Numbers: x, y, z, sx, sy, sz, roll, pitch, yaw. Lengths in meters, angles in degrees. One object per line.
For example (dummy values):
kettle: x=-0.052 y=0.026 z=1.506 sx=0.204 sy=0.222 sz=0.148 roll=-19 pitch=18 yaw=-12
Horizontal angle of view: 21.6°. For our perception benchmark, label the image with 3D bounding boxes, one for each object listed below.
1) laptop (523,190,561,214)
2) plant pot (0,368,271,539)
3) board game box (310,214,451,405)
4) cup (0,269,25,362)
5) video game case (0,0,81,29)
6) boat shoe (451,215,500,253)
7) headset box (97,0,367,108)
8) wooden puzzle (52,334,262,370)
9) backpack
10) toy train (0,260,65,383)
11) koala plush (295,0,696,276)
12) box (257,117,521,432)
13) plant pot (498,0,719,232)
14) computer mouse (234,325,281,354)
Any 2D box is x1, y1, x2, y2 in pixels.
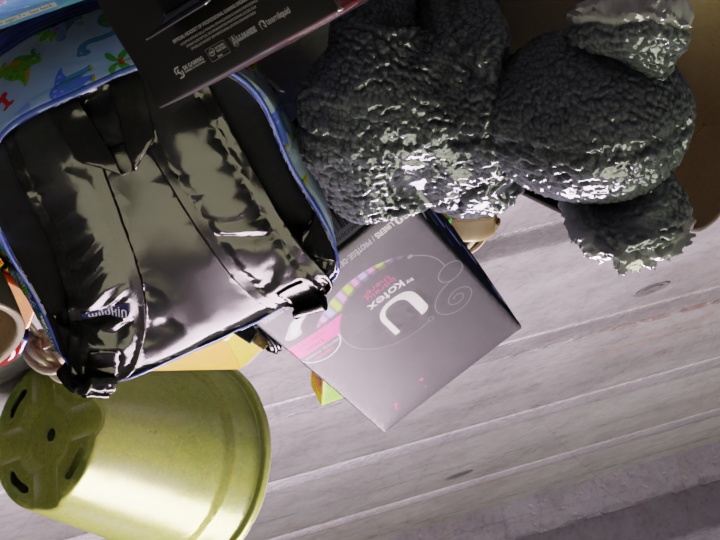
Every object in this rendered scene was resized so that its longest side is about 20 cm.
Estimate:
laptop: x=0.115 y=-0.063 z=1.270 sx=0.104 sy=0.177 sz=0.200 roll=-61 pitch=173 yaw=-16
plant pot: x=-0.212 y=0.160 z=1.664 sx=0.200 sy=0.201 sz=0.184 roll=-29 pitch=150 yaw=31
board game box: x=0.013 y=0.024 z=1.383 sx=0.095 sy=0.030 sz=0.200 roll=-21 pitch=152 yaw=-17
cup: x=-0.304 y=-0.007 z=1.059 sx=0.199 sy=0.144 sz=0.200 roll=-18 pitch=164 yaw=-5
video game case: x=-0.191 y=-0.162 z=0.862 sx=0.199 sy=0.046 sz=0.181 roll=-20 pitch=163 yaw=1
boat shoe: x=0.066 y=-0.044 z=1.431 sx=0.074 sy=0.067 sz=0.200 roll=-2 pitch=177 yaw=-2
headset box: x=-0.018 y=-0.155 z=0.864 sx=0.200 sy=0.075 sz=0.148 roll=-35 pitch=-171 yaw=-39
wooden puzzle: x=-0.106 y=0.028 z=1.355 sx=0.184 sy=0.037 sz=0.200 roll=1 pitch=149 yaw=-43
backpack: x=-0.124 y=-0.061 z=1.049 sx=0.182 sy=0.147 sz=0.200 roll=-22 pitch=136 yaw=1
toy train: x=-0.207 y=0.000 z=1.205 sx=0.200 sy=0.085 sz=0.116 roll=30 pitch=121 yaw=-31
koala plush: x=0.088 y=-0.085 z=1.008 sx=0.199 sy=0.178 sz=0.184 roll=15 pitch=-151 yaw=29
box: x=0.000 y=0.000 z=1.217 sx=0.122 sy=0.106 sz=0.200 roll=-38 pitch=145 yaw=7
plant pot: x=0.158 y=-0.133 z=1.157 sx=0.134 sy=0.201 sz=0.200 roll=12 pitch=180 yaw=29
computer mouse: x=-0.136 y=0.000 z=1.224 sx=0.034 sy=0.200 sz=0.059 roll=-52 pitch=167 yaw=-22
